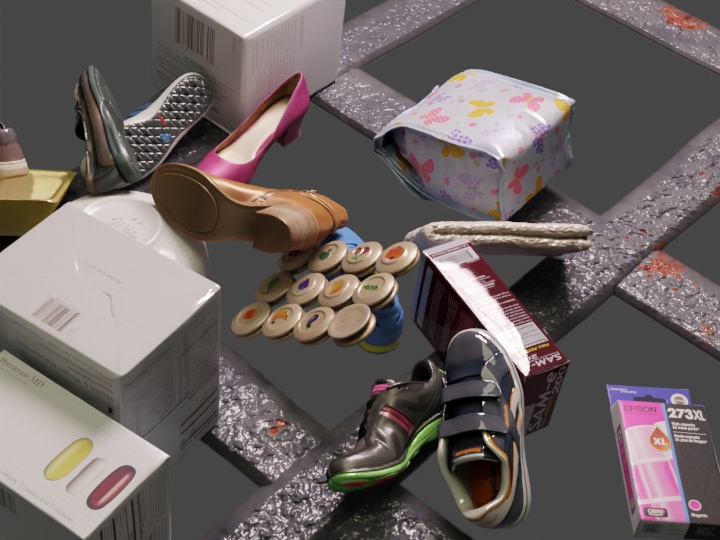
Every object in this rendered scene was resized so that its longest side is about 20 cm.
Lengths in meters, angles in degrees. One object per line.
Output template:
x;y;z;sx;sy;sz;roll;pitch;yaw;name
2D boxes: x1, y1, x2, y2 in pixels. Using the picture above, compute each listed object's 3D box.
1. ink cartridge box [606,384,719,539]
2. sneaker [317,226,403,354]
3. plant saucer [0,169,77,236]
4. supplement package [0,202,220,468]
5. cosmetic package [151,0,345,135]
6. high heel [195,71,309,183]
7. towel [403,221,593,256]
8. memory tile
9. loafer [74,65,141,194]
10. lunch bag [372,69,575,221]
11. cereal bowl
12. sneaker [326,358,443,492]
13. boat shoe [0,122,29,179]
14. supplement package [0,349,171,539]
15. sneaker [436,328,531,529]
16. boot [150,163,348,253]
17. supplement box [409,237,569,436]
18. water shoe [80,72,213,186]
0.317;0.188;1.331;0.095;0.037;0.200;4;42;-4;ink cartridge box
0.000;0.000;1.449;0.066;0.079;0.200;-11;46;-16;sneaker
-0.429;-0.077;1.441;0.200;0.049;0.200;1;13;-6;plant saucer
-0.252;0.083;1.239;0.191;0.200;0.147;28;48;21;supplement package
-0.146;-0.311;1.684;0.167;0.166;0.200;34;50;24;cosmetic package
-0.136;-0.170;1.589;0.067;0.096;0.200;37;51;27;high heel
0.158;-0.038;1.481;0.200;0.133;0.035;1;86;-7;towel
-0.041;0.021;1.380;0.200;0.017;0.153;2;45;42;memory tile
-0.311;-0.166;1.501;0.063;0.072;0.200;-28;48;1;loafer
0.140;-0.160;1.595;0.200;0.127;0.170;25;47;30;lunch bag
-0.268;-0.023;1.430;0.200;0.083;0.200;4;43;-4;cereal bowl
0.024;0.154;1.279;0.200;0.077;0.084;-36;94;-46;sneaker
-0.442;-0.149;1.500;0.072;0.065;0.200;-7;16;-33;boat shoe
-0.279;0.197;1.148;0.200;0.156;0.111;28;47;20;supplement package
0.116;0.150;1.246;0.079;0.078;0.200;14;60;-56;sneaker
-0.123;-0.072;1.450;0.200;0.074;0.155;25;20;18;boot
0.133;0.071;1.370;0.061;0.109;0.200;-17;50;-24;supplement box
-0.265;-0.167;1.599;0.200;0.079;0.072;-41;105;-19;water shoe
